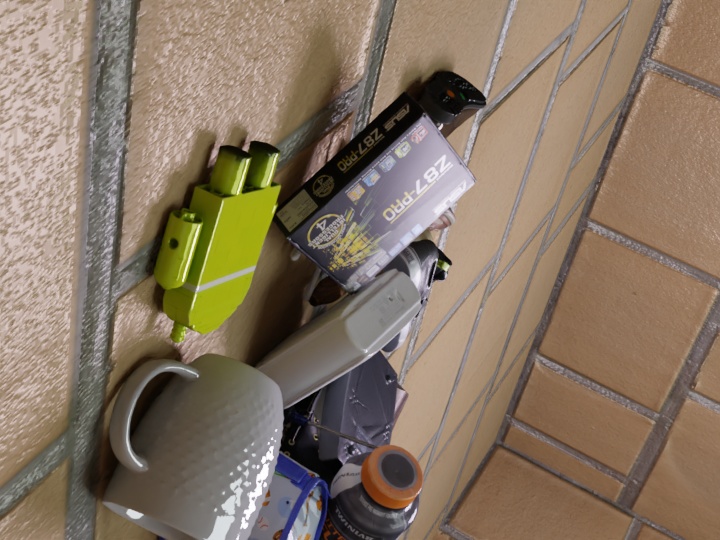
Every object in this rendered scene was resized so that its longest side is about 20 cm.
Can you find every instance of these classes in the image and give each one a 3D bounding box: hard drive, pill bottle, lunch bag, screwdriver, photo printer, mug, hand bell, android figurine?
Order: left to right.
[{"bbox_3d":[-0.168,0.167,1.139,0.200,0.147,0.176,44,62,-42],"label":"mug"},{"bbox_3d":[-0.134,-0.024,1.095,0.182,0.041,0.201,-28,141,-65],"label":"android figurine"},{"bbox_3d":[-0.129,0.271,1.332,0.124,0.169,0.201,-37,148,-48],"label":"lunch bag"},{"bbox_3d":[-0.052,0.193,1.406,0.029,0.199,0.028,-50,151,-37],"label":"screwdriver"},{"bbox_3d":[-0.037,0.090,1.398,0.200,0.070,0.166,-34,-177,36],"label":"photo printer"},{"bbox_3d":[-0.002,0.188,1.501,0.135,0.042,0.201,55,34,-42],"label":"hard drive"},{"bbox_3d":[0.000,0.000,1.501,0.200,0.104,0.105,-35,149,-44],"label":"hand bell"},{"bbox_3d":[0.003,0.287,1.377,0.106,0.106,0.200,-47,172,-46],"label":"pill bottle"}]

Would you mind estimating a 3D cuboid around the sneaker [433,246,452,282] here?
[{"bbox_3d":[0.084,-0.003,1.673,0.072,0.082,0.200,-61,-174,-4],"label":"sneaker"}]

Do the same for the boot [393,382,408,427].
[{"bbox_3d":[0.028,0.258,1.737,0.186,0.064,0.201,50,61,-74],"label":"boot"}]

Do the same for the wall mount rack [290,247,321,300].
[{"bbox_3d":[-0.014,-0.054,1.391,0.173,0.075,0.200,-28,155,-8],"label":"wall mount rack"}]

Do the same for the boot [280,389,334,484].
[{"bbox_3d":[-0.055,0.241,1.543,0.204,0.153,0.074,-56,174,-18],"label":"boot"}]

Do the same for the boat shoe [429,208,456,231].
[{"bbox_3d":[0.085,-0.091,1.663,0.072,0.076,0.200,-37,162,4],"label":"boat shoe"}]

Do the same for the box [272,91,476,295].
[{"bbox_3d":[0.018,-0.081,1.277,0.200,0.049,0.161,-42,146,3],"label":"box"}]

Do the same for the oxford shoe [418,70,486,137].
[{"bbox_3d":[0.110,-0.216,1.558,0.085,0.073,0.200,-53,169,30],"label":"oxford shoe"}]

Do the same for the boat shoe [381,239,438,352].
[{"bbox_3d":[0.059,0.030,1.493,0.066,0.070,0.201,-26,147,-28],"label":"boat shoe"}]

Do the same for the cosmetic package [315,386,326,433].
[{"bbox_3d":[-0.029,0.145,1.643,0.101,0.071,0.201,-37,150,-59],"label":"cosmetic package"}]
